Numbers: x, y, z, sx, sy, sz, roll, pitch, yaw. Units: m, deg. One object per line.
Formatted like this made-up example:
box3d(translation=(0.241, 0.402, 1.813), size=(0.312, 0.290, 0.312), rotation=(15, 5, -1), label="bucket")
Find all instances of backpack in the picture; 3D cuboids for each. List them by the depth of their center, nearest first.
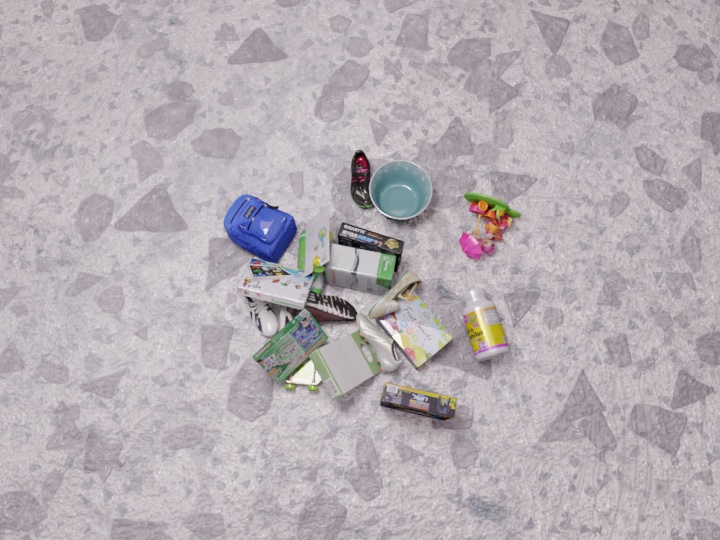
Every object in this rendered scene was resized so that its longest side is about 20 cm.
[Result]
box3d(translation=(-0.317, -0.146, 1.780), size=(0.199, 0.168, 0.163), rotation=(28, 68, 13), label="backpack")

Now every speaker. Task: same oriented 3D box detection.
box3d(translation=(-0.153, -0.020, 1.780), size=(0.087, 0.089, 0.202), rotation=(1, 73, 1), label="speaker")

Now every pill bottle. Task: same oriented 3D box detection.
box3d(translation=(0.364, 0.159, 1.711), size=(0.103, 0.104, 0.202), rotation=(-14, 73, -4), label="pill bottle")

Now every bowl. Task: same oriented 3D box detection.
box3d(translation=(0.125, -0.238, 1.835), size=(0.199, 0.105, 0.203), rotation=(0, 73, 1), label="bowl")

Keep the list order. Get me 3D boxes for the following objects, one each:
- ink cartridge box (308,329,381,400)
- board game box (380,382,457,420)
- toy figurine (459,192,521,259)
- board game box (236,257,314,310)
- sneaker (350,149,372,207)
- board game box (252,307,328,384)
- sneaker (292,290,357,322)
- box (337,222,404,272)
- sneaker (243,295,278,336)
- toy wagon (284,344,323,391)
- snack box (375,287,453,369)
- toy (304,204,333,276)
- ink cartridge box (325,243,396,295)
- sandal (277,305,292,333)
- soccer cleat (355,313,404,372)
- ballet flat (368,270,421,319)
box3d(translation=(-0.039, 0.269, 1.673), size=(0.199, 0.048, 0.146), rotation=(-19, 75, -51), label="ink cartridge box")
box3d(translation=(0.157, 0.369, 1.615), size=(0.198, 0.166, 0.057), rotation=(12, 72, 4), label="board game box")
box3d(translation=(0.389, -0.121, 1.806), size=(0.198, 0.150, 0.186), rotation=(20, 87, -19), label="toy figurine")
box3d(translation=(-0.243, 0.037, 1.667), size=(0.198, 0.035, 0.127), rotation=(14, 43, 2), label="board game box")
box3d(translation=(0.000, -0.298, 1.865), size=(0.076, 0.084, 0.202), rotation=(-9, 73, -2), label="sneaker")
box3d(translation=(-0.196, 0.217, 1.642), size=(0.200, 0.135, 0.029), rotation=(-42, 47, -12), label="board game box")
box3d(translation=(-0.114, 0.134, 1.746), size=(0.199, 0.116, 0.076), rotation=(20, 31, -23), label="sneaker")
box3d(translation=(0.030, -0.068, 1.755), size=(0.198, 0.159, 0.046), rotation=(17, 70, 6), label="box")
box3d(translation=(-0.305, 0.095, 1.721), size=(0.079, 0.130, 0.201), rotation=(-15, 73, -2), label="sneaker")
box3d(translation=(-0.145, 0.278, 1.712), size=(0.198, 0.040, 0.157), rotation=(4, 73, 1), label="toy wagon")
box3d(translation=(0.159, 0.174, 1.733), size=(0.142, 0.053, 0.200), rotation=(-37, 74, -12), label="snack box")
box3d(translation=(-0.115, -0.082, 1.707), size=(0.047, 0.115, 0.202), rotation=(28, 47, -33), label="toy")
box3d(translation=(0.000, 0.000, 1.740), size=(0.198, 0.147, 0.084), rotation=(11, 69, 3), label="ink cartridge box")
box3d(translation=(-0.218, 0.162, 1.713), size=(0.049, 0.083, 0.204), rotation=(6, 60, -10), label="sandal")
box3d(translation=(0.057, 0.206, 1.713), size=(0.077, 0.069, 0.201), rotation=(-34, 80, 18), label="soccer cleat")
box3d(translation=(0.106, 0.080, 1.707), size=(0.062, 0.068, 0.200), rotation=(36, 72, 23), label="ballet flat")
